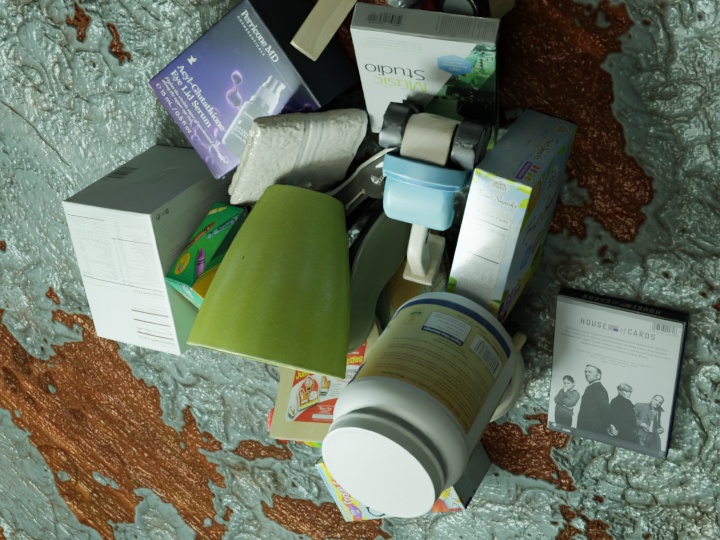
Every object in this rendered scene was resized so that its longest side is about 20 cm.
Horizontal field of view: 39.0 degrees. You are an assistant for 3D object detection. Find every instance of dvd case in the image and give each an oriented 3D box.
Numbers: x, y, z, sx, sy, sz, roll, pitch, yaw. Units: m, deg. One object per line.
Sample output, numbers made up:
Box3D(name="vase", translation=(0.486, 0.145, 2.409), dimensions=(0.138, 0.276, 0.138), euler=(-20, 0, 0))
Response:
Box3D(name="dvd case", translation=(0.302, 0.125, 1.211), dimensions=(0.150, 0.025, 0.201), euler=(13, 123, 24))

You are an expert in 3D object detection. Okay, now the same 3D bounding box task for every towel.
Box3D(name="towel", translation=(-0.077, -0.127, 1.184), dimensions=(0.200, 0.132, 0.035), euler=(125, 134, -64))
Box3D(name="towel", translation=(0.056, 0.058, 1.245), dimensions=(0.022, 0.147, 0.200), euler=(13, 139, -26))

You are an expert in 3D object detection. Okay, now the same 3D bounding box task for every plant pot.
Box3D(name="plant pot", translation=(-0.088, 0.009, 1.180), dimensions=(0.187, 0.187, 0.201), euler=(9, 82, 26))

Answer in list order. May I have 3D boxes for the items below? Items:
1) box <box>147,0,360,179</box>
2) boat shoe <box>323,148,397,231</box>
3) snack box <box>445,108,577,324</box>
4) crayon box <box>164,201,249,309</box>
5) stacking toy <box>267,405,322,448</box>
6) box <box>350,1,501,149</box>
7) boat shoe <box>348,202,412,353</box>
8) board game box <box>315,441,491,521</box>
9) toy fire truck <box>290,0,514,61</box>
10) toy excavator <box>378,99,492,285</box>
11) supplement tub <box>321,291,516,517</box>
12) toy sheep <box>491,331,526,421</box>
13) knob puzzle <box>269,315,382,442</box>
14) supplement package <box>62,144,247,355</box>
Box3D(name="box", translation=(-0.125, -0.225, 1.195), dimensions=(0.200, 0.104, 0.148), euler=(-29, 100, 40))
Box3D(name="boat shoe", translation=(0.011, -0.093, 1.217), dimensions=(0.200, 0.067, 0.057), euler=(-31, 83, 47))
Box3D(name="snack box", translation=(0.159, -0.049, 1.094), dimensions=(0.068, 0.169, 0.200), euler=(21, 127, 17))
Box3D(name="crayon box", translation=(-0.143, 0.020, 1.288), dimensions=(0.058, 0.119, 0.200), euler=(17, 158, 41))
Box3D(name="stacking toy", translation=(-0.050, 0.210, 1.364), dimensions=(0.200, 0.085, 0.086), euler=(-5, 116, 42))
Box3D(name="box", translation=(0.073, -0.197, 1.056), dimensions=(0.144, 0.036, 0.200), euler=(10, 160, 12))
Box3D(name="boat shoe", translation=(0.000, 0.000, 1.254), dimensions=(0.061, 0.072, 0.202), euler=(33, 101, 49))
Box3D(name="board game box", translation=(0.058, 0.265, 1.389), dimensions=(0.200, 0.103, 0.105), euler=(-16, 109, 36))
Box3D(name="toy fire truck", translation=(0.036, -0.284, 1.065), dimensions=(0.176, 0.129, 0.200), euler=(49, 142, -5))
Box3D(name="toy excavator", translation=(0.067, -0.072, 1.077), dimensions=(0.100, 0.194, 0.201), euler=(16, 103, 10))
Box3D(name="supplement tub", translation=(0.060, 0.133, 1.028), dimensions=(0.144, 0.200, 0.145), euler=(19, 135, 20))
Box3D(name="toy sheep", translation=(0.136, 0.120, 1.222), dimensions=(0.137, 0.200, 0.138), euler=(-2, 81, 10))
Box3D(name="knob puzzle", translation=(-0.031, 0.124, 1.306), dimensions=(0.219, 0.220, 0.030), euler=(-24, 144, 38))
Box3D(name="supplement package", translation=(-0.254, -0.032, 1.332), dimensions=(0.147, 0.191, 0.201), euler=(10, 122, 27))
